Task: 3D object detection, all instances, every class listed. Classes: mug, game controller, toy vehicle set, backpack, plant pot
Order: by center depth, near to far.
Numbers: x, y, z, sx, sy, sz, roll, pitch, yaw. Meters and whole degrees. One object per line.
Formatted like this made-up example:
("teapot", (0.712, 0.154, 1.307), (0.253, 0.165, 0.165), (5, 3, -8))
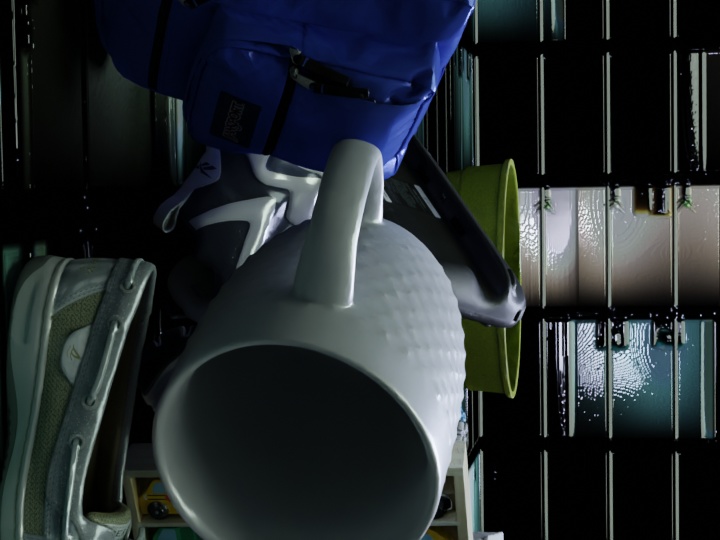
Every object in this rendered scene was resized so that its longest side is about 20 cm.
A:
("mug", (-0.013, 0.029, 0.839), (0.176, 0.147, 0.201), (-68, 166, -57))
("backpack", (-0.045, -0.151, 0.867), (0.163, 0.199, 0.169), (115, -12, -57))
("toy vehicle set", (-0.033, 0.158, 0.943), (0.027, 0.198, 0.125), (-77, 162, -58))
("game controller", (0.031, -0.039, 1.034), (0.042, 0.104, 0.200), (-61, -139, 29))
("plant pot", (0.036, 0.007, 1.376), (0.200, 0.191, 0.202), (0, 90, -80))

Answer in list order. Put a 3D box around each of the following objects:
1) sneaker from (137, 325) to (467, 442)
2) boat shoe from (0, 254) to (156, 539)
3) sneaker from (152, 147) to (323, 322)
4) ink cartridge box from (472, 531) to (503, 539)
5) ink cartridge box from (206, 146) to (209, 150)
("sneaker", (-0.033, 0.084, 0.978), (0.087, 0.199, 0.075), (91, 12, -65))
("boat shoe", (-0.130, 0.094, 0.768), (0.074, 0.064, 0.204), (25, 65, -79))
("sneaker", (-0.061, 0.007, 1.030), (0.079, 0.129, 0.200), (33, -21, 48))
("ink cartridge box", (-0.007, 0.217, 1.091), (0.147, 0.198, 0.084), (39, 52, -77))
("ink cartridge box", (-0.049, -0.033, 1.196), (0.200, 0.084, 0.147), (-19, 108, -80))
